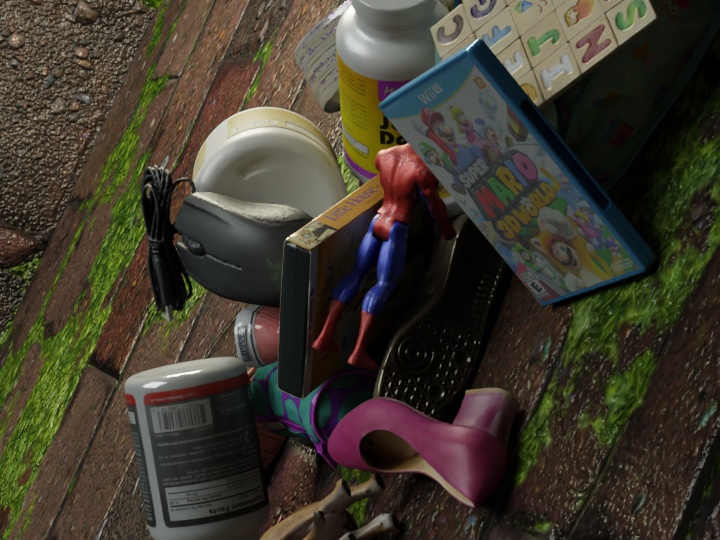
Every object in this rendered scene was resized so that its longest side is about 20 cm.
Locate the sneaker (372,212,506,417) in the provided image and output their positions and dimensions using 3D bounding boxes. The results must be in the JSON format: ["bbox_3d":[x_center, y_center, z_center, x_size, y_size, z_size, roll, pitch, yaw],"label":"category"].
[{"bbox_3d":[0.068,0.043,1.481,0.201,0.070,0.076,-61,6,-12],"label":"sneaker"}]

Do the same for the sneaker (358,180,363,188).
[{"bbox_3d":[0.026,-0.052,1.693,0.082,0.077,0.201,-101,30,-56],"label":"sneaker"}]

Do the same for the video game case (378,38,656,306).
[{"bbox_3d":[0.111,-0.066,1.298,0.018,0.200,0.143,-44,9,-26],"label":"video game case"}]

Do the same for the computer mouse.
[{"bbox_3d":[-0.112,-0.011,1.536,0.053,0.199,0.140,-34,-54,-54],"label":"computer mouse"}]

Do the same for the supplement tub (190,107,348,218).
[{"bbox_3d":[-0.086,-0.074,1.672,0.145,0.144,0.200,-60,10,10],"label":"supplement tub"}]

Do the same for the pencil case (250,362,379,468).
[{"bbox_3d":[-0.033,0.120,1.598,0.092,0.085,0.200,-47,15,-12],"label":"pencil case"}]

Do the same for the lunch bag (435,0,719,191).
[{"bbox_3d":[0.149,-0.155,1.357,0.170,0.122,0.201,39,103,46],"label":"lunch bag"}]

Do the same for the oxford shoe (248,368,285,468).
[{"bbox_3d":[-0.127,0.184,1.788,0.201,0.070,0.074,-68,17,-11],"label":"oxford shoe"}]

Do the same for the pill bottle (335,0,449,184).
[{"bbox_3d":[0.032,-0.170,1.548,0.201,0.103,0.105,86,-171,-47],"label":"pill bottle"}]

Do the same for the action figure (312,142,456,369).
[{"bbox_3d":[0.034,-0.023,1.443,0.065,0.099,0.201,22,97,32],"label":"action figure"}]

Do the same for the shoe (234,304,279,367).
[{"bbox_3d":[-0.039,0.040,1.631,0.200,0.090,0.072,-39,-60,-69],"label":"shoe"}]

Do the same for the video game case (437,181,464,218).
[{"bbox_3d":[0.151,-0.147,1.487,0.199,0.023,0.183,-20,46,45],"label":"video game case"}]

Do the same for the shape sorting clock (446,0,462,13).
[{"bbox_3d":[0.159,-0.264,1.481,0.200,0.199,0.039,-45,65,43],"label":"shape sorting clock"}]

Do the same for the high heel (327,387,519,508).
[{"bbox_3d":[0.036,0.151,1.377,0.199,0.067,0.096,-12,42,40],"label":"high heel"}]

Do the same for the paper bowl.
[{"bbox_3d":[0.045,-0.210,1.700,0.200,0.105,0.201,-30,-4,-2],"label":"paper bowl"}]

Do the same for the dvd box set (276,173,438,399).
[{"bbox_3d":[0.000,0.000,1.503,0.200,0.029,0.147,-36,-41,-48],"label":"dvd box set"}]

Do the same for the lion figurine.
[{"bbox_3d":[-0.042,0.215,1.421,0.122,0.200,0.073,-28,73,15],"label":"lion figurine"}]

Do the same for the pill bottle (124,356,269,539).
[{"bbox_3d":[-0.146,0.188,1.646,0.116,0.115,0.202,-179,80,-69],"label":"pill bottle"}]

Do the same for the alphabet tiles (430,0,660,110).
[{"bbox_3d":[0.137,-0.200,1.300,0.200,0.006,0.167,-36,49,25],"label":"alphabet tiles"}]
